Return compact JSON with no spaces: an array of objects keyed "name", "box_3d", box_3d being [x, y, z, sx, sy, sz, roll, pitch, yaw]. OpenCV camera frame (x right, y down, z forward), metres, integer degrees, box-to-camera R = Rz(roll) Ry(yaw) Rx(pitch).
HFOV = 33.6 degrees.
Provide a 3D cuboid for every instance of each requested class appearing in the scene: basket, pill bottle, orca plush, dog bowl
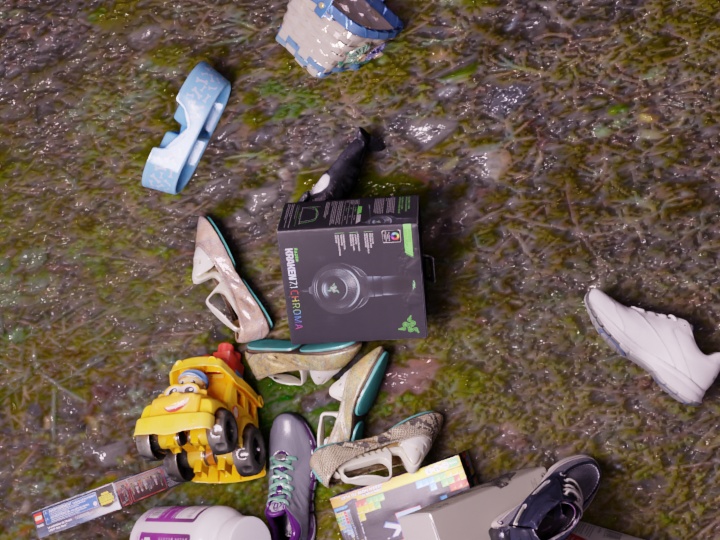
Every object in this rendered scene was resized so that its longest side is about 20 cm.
[{"name":"basket","box_3d":[-0.008,-0.364,1.600,0.139,0.176,0.201,39,120,15]},{"name":"pill bottle","box_3d":[-0.221,0.386,1.665,0.199,0.112,0.113,-9,87,40]},{"name":"orca plush","box_3d":[-0.026,-0.094,1.644,0.071,0.105,0.200,36,76,16]},{"name":"dog bowl","box_3d":[-0.247,-0.199,1.709,0.049,0.111,0.201,28,98,2]}]

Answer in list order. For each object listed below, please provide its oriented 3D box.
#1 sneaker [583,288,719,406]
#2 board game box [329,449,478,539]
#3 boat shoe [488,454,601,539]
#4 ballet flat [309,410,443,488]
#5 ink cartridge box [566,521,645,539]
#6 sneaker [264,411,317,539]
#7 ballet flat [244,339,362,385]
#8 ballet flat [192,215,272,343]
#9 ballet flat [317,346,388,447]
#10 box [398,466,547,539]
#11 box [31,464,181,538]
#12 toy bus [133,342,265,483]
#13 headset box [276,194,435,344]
[{"name":"sneaker","box_3d":[0.376,0.086,1.536,0.200,0.075,0.087,39,89,7]},{"name":"board game box","box_3d":[0.078,0.357,1.630,0.199,0.057,0.166,-22,82,17]},{"name":"boat shoe","box_3d":[0.258,0.294,1.496,0.075,0.200,0.093,59,146,-4]},{"name":"ballet flat","box_3d":[0.033,0.250,1.593,0.199,0.068,0.075,-14,41,-18]},{"name":"ink cartridge box","box_3d":[0.342,0.392,1.499,0.199,0.144,0.084,12,95,18]},{"name":"sneaker","box_3d":[-0.101,0.302,1.669,0.074,0.087,0.202,-6,88,17]},{"name":"ballet flat","box_3d":[-0.075,0.128,1.659,0.199,0.071,0.071,-4,89,35]},{"name":"ballet flat","box_3d":[-0.200,0.016,1.705,0.067,0.068,0.201,-28,79,-19]},{"name":"ballet flat","box_3d":[-0.019,0.194,1.648,0.070,0.071,0.201,18,98,17]},{"name":"box","box_3d":[0.154,0.315,1.530,0.082,0.199,0.069,-26,80,55]},{"name":"box","box_3d":[-0.353,0.321,1.691,0.136,0.200,0.040,-21,84,16]},{"name":"toy bus","box_3d":[-0.213,0.184,1.655,0.135,0.200,0.193,-6,61,18]},{"name":"headset box","box_3d":[0.000,0.000,1.585,0.198,0.093,0.175,-3,117,5]}]
